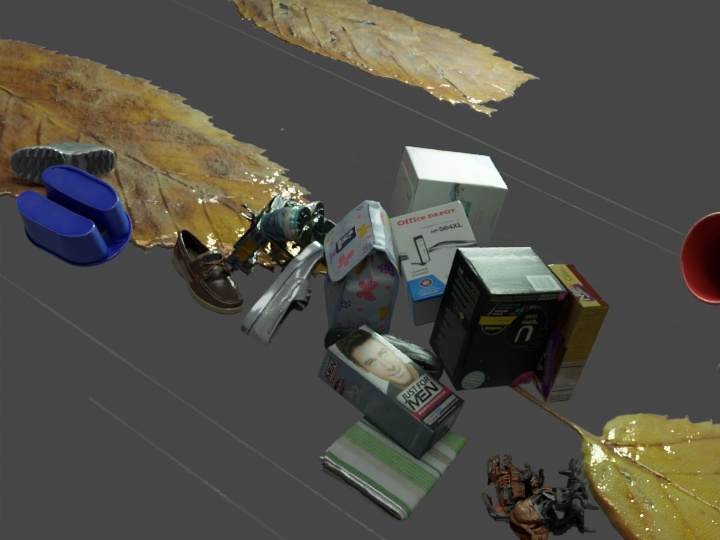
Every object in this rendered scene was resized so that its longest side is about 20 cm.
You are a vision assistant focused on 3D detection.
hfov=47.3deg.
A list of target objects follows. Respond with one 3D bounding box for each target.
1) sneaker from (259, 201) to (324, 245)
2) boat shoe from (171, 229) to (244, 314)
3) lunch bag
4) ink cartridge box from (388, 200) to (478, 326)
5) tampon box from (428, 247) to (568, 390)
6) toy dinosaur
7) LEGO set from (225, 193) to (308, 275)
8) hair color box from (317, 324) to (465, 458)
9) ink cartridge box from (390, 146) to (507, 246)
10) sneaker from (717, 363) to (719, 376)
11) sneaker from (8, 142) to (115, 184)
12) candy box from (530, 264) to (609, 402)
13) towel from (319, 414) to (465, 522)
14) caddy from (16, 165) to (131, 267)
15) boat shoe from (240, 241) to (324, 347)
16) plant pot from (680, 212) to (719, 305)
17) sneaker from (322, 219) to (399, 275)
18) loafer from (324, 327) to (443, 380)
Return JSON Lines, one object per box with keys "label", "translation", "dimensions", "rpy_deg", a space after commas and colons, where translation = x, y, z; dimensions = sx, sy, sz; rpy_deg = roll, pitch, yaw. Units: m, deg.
{"label": "sneaker", "translation": [-0.116, -0.085, 1.422], "dimensions": [0.085, 0.079, 0.200], "rpy_deg": [3, 0, 12]}
{"label": "boat shoe", "translation": [-0.263, -0.002, 1.410], "dimensions": [0.072, 0.073, 0.200], "rpy_deg": [-12, 41, -35]}
{"label": "lunch bag", "translation": [0.000, 0.000, 1.393], "dimensions": [0.125, 0.202, 0.170], "rpy_deg": [7, 34, -11]}
{"label": "ink cartridge box", "translation": [0.142, -0.015, 1.501], "dimensions": [0.144, 0.085, 0.202], "rpy_deg": [-14, 52, -2]}
{"label": "tampon box", "translation": [0.222, 0.080, 1.360], "dimensions": [0.148, 0.202, 0.127], "rpy_deg": [-2, 36, -21]}
{"label": "toy dinosaur", "translation": [0.244, 0.331, 1.124], "dimensions": [0.134, 0.103, 0.202], "rpy_deg": [-12, 58, -12]}
{"label": "LEGO set", "translation": [-0.162, -0.040, 1.508], "dimensions": [0.153, 0.116, 0.201], "rpy_deg": [36, 30, -22]}
{"label": "hair color box", "translation": [0.045, 0.175, 1.223], "dimensions": [0.199, 0.061, 0.099], "rpy_deg": [36, 36, 21]}
{"label": "ink cartridge box", "translation": [0.182, -0.158, 1.748], "dimensions": [0.197, 0.147, 0.147], "rpy_deg": [5, 34, -14]}
{"label": "sneaker", "translation": [0.770, 0.207, 1.516], "dimensions": [0.197, 0.074, 0.112], "rpy_deg": [-6, 40, -15]}
{"label": "sneaker", "translation": [-0.591, -0.214, 1.617], "dimensions": [0.198, 0.076, 0.082], "rpy_deg": [-5, 23, -39]}
{"label": "candy box", "translation": [0.330, 0.105, 1.365], "dimensions": [0.056, 0.202, 0.117], "rpy_deg": [-1, 36, -22]}
{"label": "towel", "translation": [0.050, 0.265, 1.185], "dimensions": [0.148, 0.031, 0.200], "rpy_deg": [31, 34, 19]}
{"label": "caddy", "translation": [-0.494, -0.089, 1.425], "dimensions": [0.198, 0.106, 0.142], "rpy_deg": [26, 57, 16]}
{"label": "boat shoe", "translation": [-0.114, 0.041, 1.366], "dimensions": [0.065, 0.074, 0.201], "rpy_deg": [36, 72, 8]}
{"label": "plant pot", "translation": [0.825, -0.017, 1.767], "dimensions": [0.175, 0.202, 0.201], "rpy_deg": [7, 33, -27]}
{"label": "sneaker", "translation": [-0.012, -0.029, 1.570], "dimensions": [0.199, 0.078, 0.079], "rpy_deg": [36, 19, 21]}
{"label": "loafer", "translation": [0.038, 0.138, 1.335], "dimensions": [0.198, 0.069, 0.070], "rpy_deg": [17, 12, 11]}
